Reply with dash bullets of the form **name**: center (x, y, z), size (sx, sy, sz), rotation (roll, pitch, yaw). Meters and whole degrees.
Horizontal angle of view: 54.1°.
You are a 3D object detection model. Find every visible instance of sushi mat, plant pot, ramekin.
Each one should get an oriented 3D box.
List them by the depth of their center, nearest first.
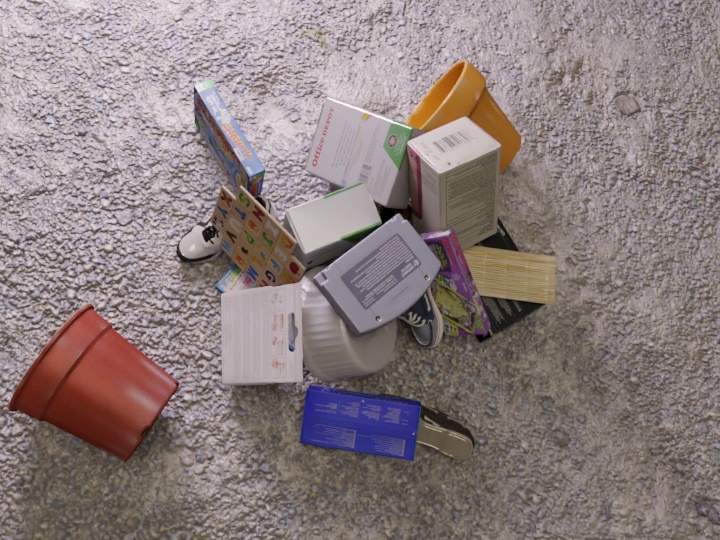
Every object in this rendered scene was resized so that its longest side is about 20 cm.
- **plant pot**: center (-0.411, 0.191, 1.129), size (0.194, 0.201, 0.202), rotation (35, 72, -6)
- **ramekin**: center (-0.020, 0.087, 1.203), size (0.097, 0.200, 0.203), rotation (-9, 70, 32)
- **sushi mat**: center (0.265, 0.006, 1.298), size (0.198, 0.012, 0.097), rotation (7, 73, -8)
- **plant pot**: center (0.203, -0.267, 1.365), size (0.183, 0.200, 0.201), rotation (37, 71, -14)

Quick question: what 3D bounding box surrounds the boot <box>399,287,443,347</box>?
- **boot**: center (0.088, 0.069, 1.245), size (0.090, 0.072, 0.202), rotation (-45, 127, -45)

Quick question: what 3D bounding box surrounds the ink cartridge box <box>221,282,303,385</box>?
- **ink cartridge box**: center (-0.156, 0.110, 1.186), size (0.050, 0.199, 0.163), rotation (9, 76, -52)

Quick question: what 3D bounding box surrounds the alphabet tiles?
- **alphabet tiles**: center (-0.175, -0.044, 1.183), size (0.200, 0.167, 0.006), rotation (45, 50, 9)

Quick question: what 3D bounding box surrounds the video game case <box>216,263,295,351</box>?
- **video game case**: center (-0.144, 0.040, 1.299), size (0.200, 0.018, 0.143), rotation (39, 73, 3)

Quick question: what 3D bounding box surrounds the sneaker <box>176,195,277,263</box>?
- **sneaker**: center (-0.247, -0.081, 1.278), size (0.199, 0.080, 0.074), rotation (-31, 83, -6)

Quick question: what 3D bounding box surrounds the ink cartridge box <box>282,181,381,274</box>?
- **ink cartridge box**: center (-0.058, -0.062, 1.229), size (0.145, 0.200, 0.084), rotation (-23, 81, -14)

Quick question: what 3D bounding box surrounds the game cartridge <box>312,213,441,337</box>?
- **game cartridge**: center (0.034, 0.011, 1.133), size (0.199, 0.041, 0.133), rotation (-37, 84, -29)

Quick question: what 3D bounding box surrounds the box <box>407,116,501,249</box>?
- **box**: center (0.165, -0.144, 1.244), size (0.127, 0.201, 0.109), rotation (-25, 48, -16)

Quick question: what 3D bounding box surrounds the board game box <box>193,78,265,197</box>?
- **board game box**: center (-0.243, -0.231, 1.298), size (0.034, 0.135, 0.201), rotation (-29, 80, -20)

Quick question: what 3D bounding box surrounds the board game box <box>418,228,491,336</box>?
- **board game box**: center (0.146, 0.026, 1.256), size (0.032, 0.119, 0.201), rotation (-42, 117, -41)

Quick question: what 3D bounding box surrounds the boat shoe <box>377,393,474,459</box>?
- **boat shoe**: center (0.110, 0.273, 1.261), size (0.199, 0.057, 0.067), rotation (26, 107, 3)

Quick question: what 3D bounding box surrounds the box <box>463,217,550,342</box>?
- **box**: center (0.241, 0.012, 1.337), size (0.140, 0.079, 0.201), rotation (-27, 79, -13)

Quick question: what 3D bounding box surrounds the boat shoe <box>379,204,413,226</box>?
- **boat shoe**: center (0.047, -0.056, 1.307), size (0.068, 0.071, 0.201), rotation (46, 43, -37)

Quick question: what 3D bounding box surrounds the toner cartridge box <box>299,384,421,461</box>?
- **toner cartridge box**: center (0.000, 0.261, 1.214), size (0.198, 0.043, 0.096), rotation (8, 94, 4)

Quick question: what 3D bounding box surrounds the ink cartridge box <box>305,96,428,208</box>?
- **ink cartridge box**: center (0.011, -0.216, 1.290), size (0.199, 0.087, 0.147), rotation (26, 105, 28)
